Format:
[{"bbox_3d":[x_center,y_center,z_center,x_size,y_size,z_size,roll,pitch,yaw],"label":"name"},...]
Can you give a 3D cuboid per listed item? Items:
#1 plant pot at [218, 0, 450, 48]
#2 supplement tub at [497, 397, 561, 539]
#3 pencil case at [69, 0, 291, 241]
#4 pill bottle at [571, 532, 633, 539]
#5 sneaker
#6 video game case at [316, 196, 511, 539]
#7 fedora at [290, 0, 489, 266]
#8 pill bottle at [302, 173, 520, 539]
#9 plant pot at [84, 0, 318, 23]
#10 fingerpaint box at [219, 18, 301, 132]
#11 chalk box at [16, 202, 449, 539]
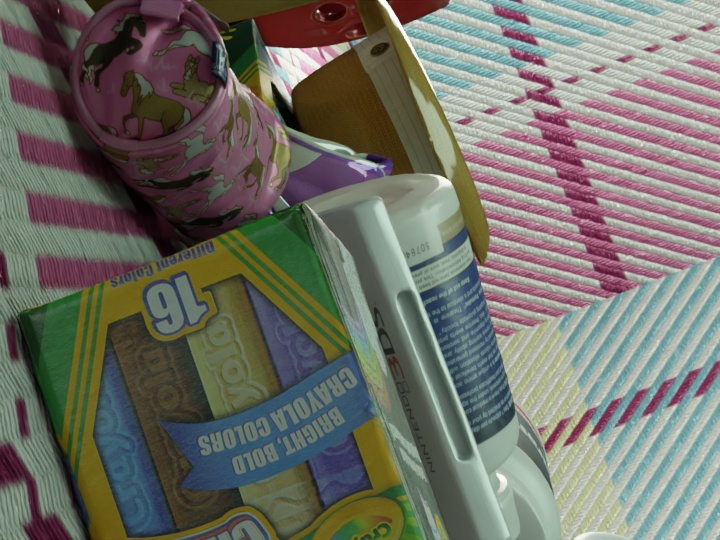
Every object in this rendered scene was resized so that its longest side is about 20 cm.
[{"bbox_3d":[-0.052,-0.250,2.025,0.200,0.182,0.201,-21,90,-84],"label":"plant pot"},{"bbox_3d":[0.049,0.147,1.721,0.200,0.140,0.141,-89,158,-78],"label":"supplement tub"},{"bbox_3d":[-0.090,-0.077,1.464,0.083,0.086,0.200,62,1,16],"label":"pencil case"},{"bbox_3d":[0.131,0.266,1.715,0.106,0.200,0.106,24,17,-8],"label":"pill bottle"},{"bbox_3d":[0.000,0.000,1.609,0.200,0.114,0.073,45,-7,-32],"label":"sneaker"},{"bbox_3d":[-0.014,0.063,1.457,0.200,0.024,0.182,-14,-82,60],"label":"video game case"},{"bbox_3d":[0.011,-0.079,1.737,0.201,0.082,0.201,155,-90,-89],"label":"fedora"},{"bbox_3d":[0.022,0.058,1.532,0.111,0.111,0.201,-91,166,-76],"label":"pill bottle"},{"bbox_3d":[-0.093,-0.239,1.450,0.200,0.176,0.200,49,18,-44],"label":"plant pot"},{"bbox_3d":[-0.054,-0.028,1.717,0.167,0.073,0.200,-100,168,-66],"label":"fingerpaint box"},{"bbox_3d":[-0.036,0.095,1.125,0.124,0.124,0.200,52,19,-77],"label":"chalk box"}]
